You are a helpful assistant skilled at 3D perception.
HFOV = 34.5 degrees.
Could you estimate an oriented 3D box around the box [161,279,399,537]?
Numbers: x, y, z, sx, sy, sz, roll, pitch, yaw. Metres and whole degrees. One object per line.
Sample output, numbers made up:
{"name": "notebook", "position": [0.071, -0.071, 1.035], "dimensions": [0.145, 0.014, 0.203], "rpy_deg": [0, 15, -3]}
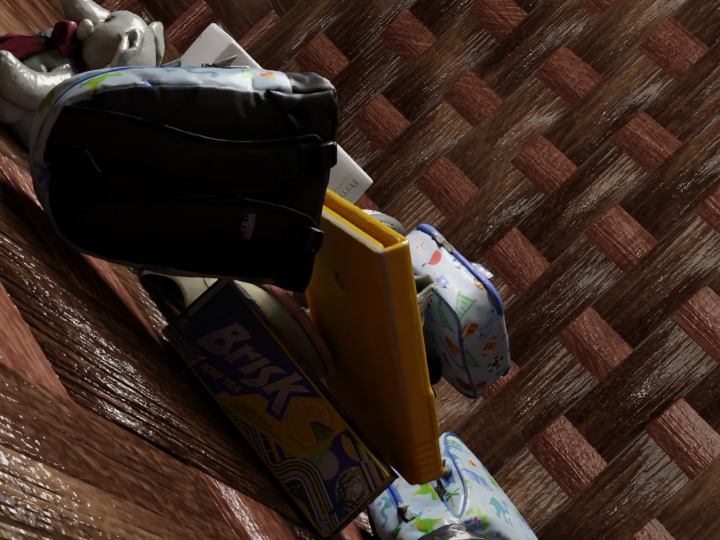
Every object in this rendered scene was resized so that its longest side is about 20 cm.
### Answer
{"name": "box", "position": [-0.061, 0.102, 0.884], "dimensions": [0.201, 0.070, 0.064], "rpy_deg": [49, -2, 14]}

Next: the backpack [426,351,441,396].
{"name": "backpack", "position": [-0.027, 0.080, 1.342], "dimensions": [0.201, 0.153, 0.191], "rpy_deg": [49, -2, 29]}

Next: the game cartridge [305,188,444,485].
{"name": "game cartridge", "position": [0.004, 0.048, 0.899], "dimensions": [0.176, 0.032, 0.203], "rpy_deg": [37, -37, 58]}

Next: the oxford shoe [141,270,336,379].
{"name": "oxford shoe", "position": [-0.102, 0.039, 0.973], "dimensions": [0.199, 0.074, 0.071], "rpy_deg": [36, -23, 29]}

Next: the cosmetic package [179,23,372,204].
{"name": "cosmetic package", "position": [-0.131, -0.091, 1.135], "dimensions": [0.200, 0.200, 0.123], "rpy_deg": [42, 3, -26]}

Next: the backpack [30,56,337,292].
{"name": "backpack", "position": [-0.134, -0.073, 0.825], "dimensions": [0.197, 0.166, 0.153], "rpy_deg": [-6, 26, -32]}

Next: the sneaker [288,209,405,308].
{"name": "sneaker", "position": [0.000, 0.000, 1.092], "dimensions": [0.090, 0.079, 0.199], "rpy_deg": [19, 26, 27]}

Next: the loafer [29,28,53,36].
{"name": "loafer", "position": [-0.312, -0.192, 1.223], "dimensions": [0.201, 0.070, 0.068], "rpy_deg": [49, 1, 37]}

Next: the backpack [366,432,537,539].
{"name": "backpack", "position": [0.080, 0.232, 0.995], "dimensions": [0.163, 0.155, 0.199], "rpy_deg": [42, -10, -20]}

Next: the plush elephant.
{"name": "plush elephant", "position": [-0.245, -0.180, 0.982], "dimensions": [0.200, 0.155, 0.165], "rpy_deg": [48, 0, -12]}

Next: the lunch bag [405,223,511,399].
{"name": "lunch bag", "position": [0.099, 0.044, 1.337], "dimensions": [0.160, 0.075, 0.202], "rpy_deg": [46, -19, 36]}

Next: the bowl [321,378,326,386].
{"name": "bowl", "position": [-0.013, 0.107, 1.140], "dimensions": [0.089, 0.205, 0.201], "rpy_deg": [9, -10, 12]}

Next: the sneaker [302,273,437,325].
{"name": "sneaker", "position": [-0.004, 0.014, 1.210], "dimensions": [0.197, 0.089, 0.078], "rpy_deg": [8, 47, -30]}
